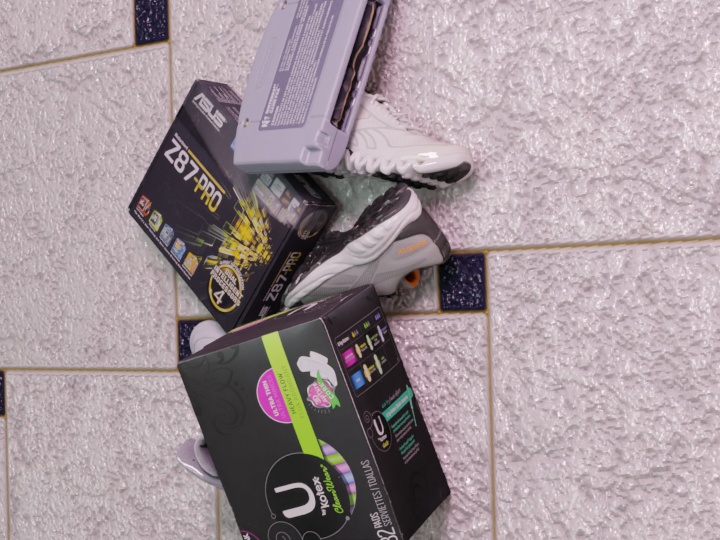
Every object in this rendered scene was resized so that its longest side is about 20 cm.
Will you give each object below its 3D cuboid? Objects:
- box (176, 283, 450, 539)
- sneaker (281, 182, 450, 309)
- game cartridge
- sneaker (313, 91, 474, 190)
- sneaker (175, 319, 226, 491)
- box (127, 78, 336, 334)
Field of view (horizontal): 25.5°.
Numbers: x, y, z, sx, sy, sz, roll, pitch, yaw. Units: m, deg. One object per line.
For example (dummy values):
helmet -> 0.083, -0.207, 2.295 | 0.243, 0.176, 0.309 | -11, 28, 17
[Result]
box -> -0.037, 0.135, 1.348 | 0.148, 0.124, 0.201 | -18, 96, 25
sneaker -> 0.000, 0.000, 1.400 | 0.079, 0.074, 0.200 | 43, 140, -14
game cartridge -> -0.045, -0.180, 1.412 | 0.133, 0.041, 0.201 | 4, 72, 45
sneaker -> 0.014, -0.117, 1.392 | 0.199, 0.075, 0.082 | 11, 87, 38
sneaker -> -0.124, 0.126, 1.473 | 0.075, 0.115, 0.200 | -49, 62, 28
box -> -0.125, -0.059, 1.514 | 0.200, 0.049, 0.162 | 49, 118, 32
